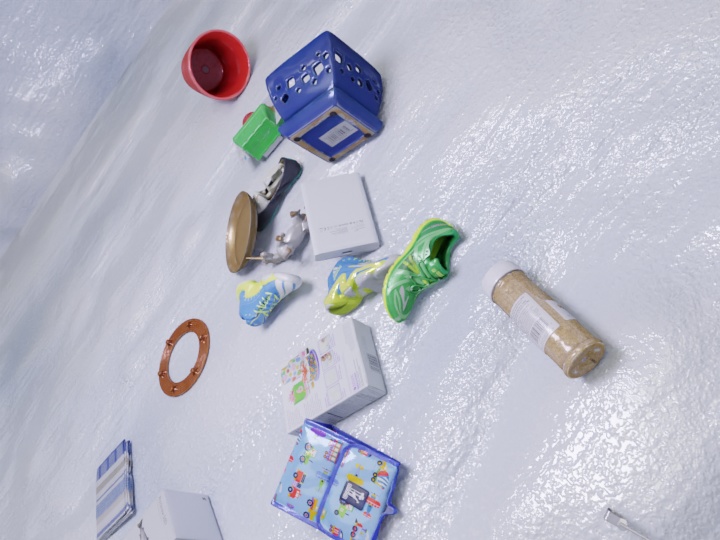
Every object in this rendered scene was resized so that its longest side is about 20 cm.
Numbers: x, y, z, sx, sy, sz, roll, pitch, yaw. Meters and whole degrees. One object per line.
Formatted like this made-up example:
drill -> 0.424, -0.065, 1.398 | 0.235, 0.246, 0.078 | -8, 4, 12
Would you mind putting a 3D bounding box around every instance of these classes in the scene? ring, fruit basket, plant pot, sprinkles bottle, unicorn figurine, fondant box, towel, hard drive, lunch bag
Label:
ring -> -0.447, 0.214, 1.472 | 0.199, 0.019, 0.202 | -21, 56, 35
fruit basket -> -0.274, -0.389, 1.601 | 0.185, 0.094, 0.200 | -47, 29, 13
plant pot -> -0.071, -0.368, 1.311 | 0.199, 0.199, 0.181 | -26, 60, 30
sprinkles bottle -> 0.260, 0.067, 0.858 | 0.068, 0.068, 0.200 | -49, 45, 11
unicorn figurine -> -0.161, -0.070, 1.310 | 0.200, 0.074, 0.137 | -39, -1, -8
fondant box -> -0.058, 0.200, 1.090 | 0.199, 0.058, 0.145 | -34, 49, 24
towel -> -0.602, 0.536, 1.442 | 0.147, 0.024, 0.201 | -45, 43, 19
hard drive -> -0.046, -0.115, 1.221 | 0.131, 0.026, 0.201 | -12, 53, -4
plant pot -> -0.289, -0.092, 1.438 | 0.200, 0.027, 0.202 | -21, 66, 59
plant pot -> -0.461, -0.628, 1.824 | 0.177, 0.200, 0.202 | 20, 82, 56
lunch bag -> -0.024, 0.357, 0.971 | 0.199, 0.094, 0.152 | 16, 79, 33

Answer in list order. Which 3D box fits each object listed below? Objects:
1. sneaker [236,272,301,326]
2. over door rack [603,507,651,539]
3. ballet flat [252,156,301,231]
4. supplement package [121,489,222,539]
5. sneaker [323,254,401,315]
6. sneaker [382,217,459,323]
sneaker -> -0.199, 0.067, 1.282 | 0.199, 0.075, 0.106 | -13, 70, 46
over door rack -> 0.323, 0.376, 0.636 | 0.199, 0.066, 0.149 | 22, 83, 47
ballet flat -> -0.223, -0.192, 1.444 | 0.201, 0.073, 0.073 | -56, 43, 5
supplement package -> -0.387, 0.552, 1.164 | 0.200, 0.117, 0.117 | -51, 43, 9
sneaker -> 0.000, 0.000, 1.130 | 0.199, 0.076, 0.106 | -32, 49, 28
sneaker -> 0.106, 0.000, 1.033 | 0.083, 0.074, 0.201 | 25, 86, 50
